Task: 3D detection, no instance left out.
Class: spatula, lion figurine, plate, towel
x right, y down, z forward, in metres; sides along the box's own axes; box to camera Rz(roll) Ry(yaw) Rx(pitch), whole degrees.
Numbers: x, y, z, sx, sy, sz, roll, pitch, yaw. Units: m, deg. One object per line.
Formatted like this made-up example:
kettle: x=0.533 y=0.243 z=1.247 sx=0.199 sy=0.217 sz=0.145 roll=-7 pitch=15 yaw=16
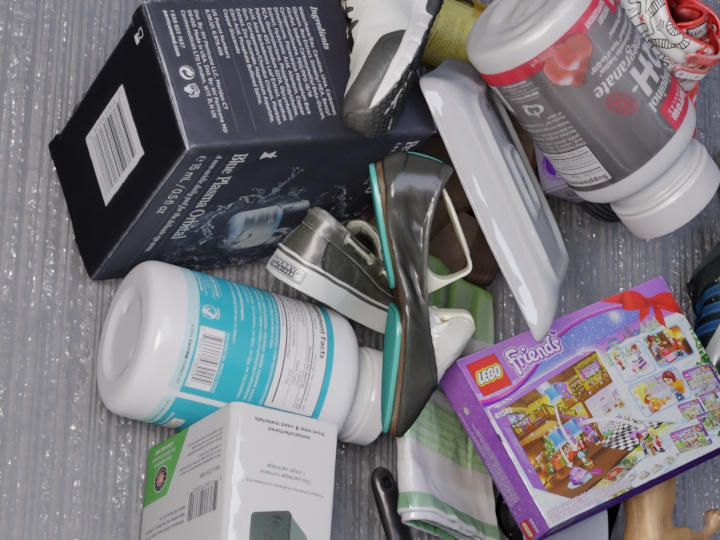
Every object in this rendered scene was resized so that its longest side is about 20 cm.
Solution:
spatula: x=0.045 y=0.240 z=1.668 sx=0.056 sy=0.021 sz=0.201 roll=-14 pitch=79 yaw=-38
lion figurine: x=0.217 y=0.167 z=1.727 sx=0.122 sy=0.072 sz=0.201 roll=-9 pitch=80 yaw=-55
plate: x=0.105 y=-0.060 z=1.641 sx=0.201 sy=0.032 sz=0.200 roll=65 pitch=12 yaw=-5
towel: x=0.067 y=0.096 z=1.675 sx=0.149 sy=0.031 sz=0.201 roll=33 pitch=55 yaw=-61

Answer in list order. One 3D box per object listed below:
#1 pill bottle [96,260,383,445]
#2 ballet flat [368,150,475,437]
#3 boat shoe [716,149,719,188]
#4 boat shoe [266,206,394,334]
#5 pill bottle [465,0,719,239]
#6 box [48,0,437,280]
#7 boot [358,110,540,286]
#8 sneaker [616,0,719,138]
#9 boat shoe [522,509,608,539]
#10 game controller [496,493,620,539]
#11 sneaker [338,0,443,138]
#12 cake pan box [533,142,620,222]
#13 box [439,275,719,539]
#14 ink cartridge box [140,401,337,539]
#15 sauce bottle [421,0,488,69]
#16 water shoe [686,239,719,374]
pill bottle: x=-0.077 y=0.068 z=1.606 sx=0.199 sy=0.111 sz=0.112 roll=16 pitch=65 yaw=-25
ballet flat: x=0.044 y=0.018 z=1.564 sx=0.068 sy=0.068 sz=0.201 roll=-3 pitch=105 yaw=-3
boat shoe: x=0.358 y=-0.019 z=1.913 sx=0.062 sy=0.071 sz=0.201 roll=-4 pitch=71 yaw=-33
boat shoe: x=0.000 y=0.000 z=1.639 sx=0.071 sy=0.200 sz=0.064 roll=32 pitch=92 yaw=21
pill bottle: x=0.176 y=-0.121 z=1.667 sx=0.200 sy=0.110 sz=0.111 roll=49 pitch=56 yaw=-23
box: x=-0.085 y=-0.093 z=1.598 sx=0.199 sy=0.197 sz=0.118 roll=-7 pitch=67 yaw=-31
boot: x=0.056 y=-0.081 z=1.765 sx=0.146 sy=0.070 sz=0.201 roll=25 pitch=55 yaw=-11
sneaker: x=0.239 y=-0.136 z=1.748 sx=0.202 sy=0.107 sz=0.067 roll=56 pitch=36 yaw=-25
boat shoe: x=0.154 y=0.239 z=1.690 sx=0.073 sy=0.065 sz=0.201 roll=2 pitch=102 yaw=-7
game controller: x=0.170 y=0.137 z=1.773 sx=0.104 sy=0.042 sz=0.201 roll=39 pitch=58 yaw=-29
sneaker: x=0.012 y=-0.171 z=1.537 sx=0.080 sy=0.074 sz=0.201 roll=19 pitch=51 yaw=-1
cake pan box: x=0.196 y=-0.141 z=1.831 sx=0.184 sy=0.052 sz=0.201 roll=9 pitch=67 yaw=-52
box: x=0.172 y=0.098 z=1.649 sx=0.199 sy=0.039 sz=0.137 roll=-20 pitch=73 yaw=-30
ink cartridge box: x=-0.088 y=0.207 z=1.531 sx=0.084 sy=0.146 sz=0.201 roll=14 pitch=67 yaw=-26
sauce bottle: x=0.042 y=-0.200 z=1.796 sx=0.199 sy=0.065 sz=0.065 roll=21 pitch=64 yaw=-24
water shoe: x=0.302 y=0.038 z=1.862 sx=0.071 sy=0.079 sz=0.201 roll=26 pitch=87 yaw=-37
